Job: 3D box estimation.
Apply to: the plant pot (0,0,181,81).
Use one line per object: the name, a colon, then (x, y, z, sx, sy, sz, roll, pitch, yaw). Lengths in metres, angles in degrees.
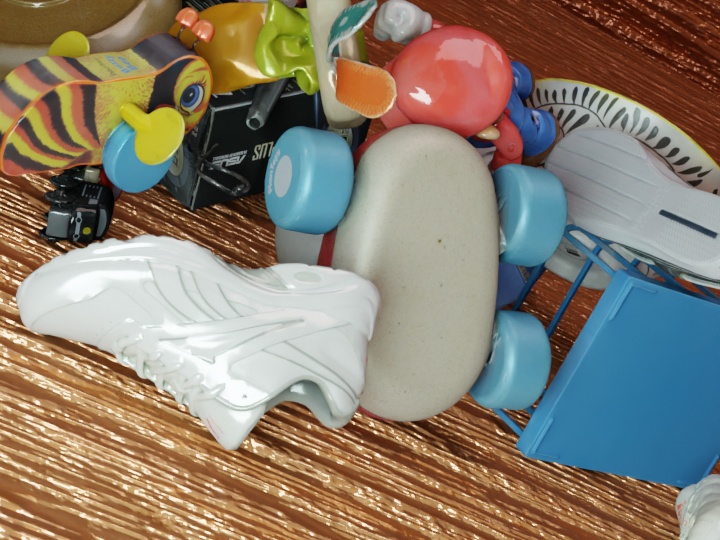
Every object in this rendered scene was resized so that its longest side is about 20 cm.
plant pot: (-0.224, -0.196, 1.223, 0.197, 0.028, 0.201, 3, 45, -3)

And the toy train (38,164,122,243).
toy train: (-0.169, -0.062, 1.110, 0.045, 0.034, 0.200, 10, 21, -7)

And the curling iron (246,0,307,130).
curling iron: (-0.048, -0.162, 1.222, 0.025, 0.050, 0.201, 28, 44, -4)

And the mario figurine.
mario figurine: (0.059, -0.108, 1.167, 0.123, 0.107, 0.200, 29, 8, 22)

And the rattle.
rattle: (-0.055, -0.134, 1.066, 0.141, 0.132, 0.201, 6, 28, -5)

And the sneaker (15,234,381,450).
sneaker: (-0.083, 0.042, 0.923, 0.197, 0.101, 0.078, 6, -21, -14)

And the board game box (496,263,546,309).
board game box: (0.098, -0.056, 1.416, 0.153, 0.045, 0.200, 64, 15, -1)

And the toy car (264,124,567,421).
toy car: (0.000, 0.000, 1.116, 0.182, 0.179, 0.199, 7, -2, -26)

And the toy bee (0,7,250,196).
toy bee: (-0.139, -0.111, 1.068, 0.130, 0.110, 0.200, 29, 20, 17)

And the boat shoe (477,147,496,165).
boat shoe: (0.073, -0.034, 1.241, 0.072, 0.068, 0.200, 50, 44, -6)

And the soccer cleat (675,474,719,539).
soccer cleat: (0.232, 0.170, 1.138, 0.077, 0.070, 0.200, 34, 9, 24)

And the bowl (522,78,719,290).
bowl: (0.181, -0.048, 1.350, 0.199, 0.095, 0.201, 28, -18, 10)

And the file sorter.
file sorter: (0.179, 0.054, 1.239, 0.199, 0.140, 0.123, 15, 19, -43)

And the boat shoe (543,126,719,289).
boat shoe: (0.198, -0.032, 1.184, 0.071, 0.072, 0.200, 44, -2, -40)

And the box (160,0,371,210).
box: (-0.111, -0.147, 1.290, 0.163, 0.087, 0.200, -17, 47, -41)

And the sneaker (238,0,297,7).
sneaker: (-0.100, -0.226, 1.245, 0.103, 0.076, 0.201, -11, 29, 6)
